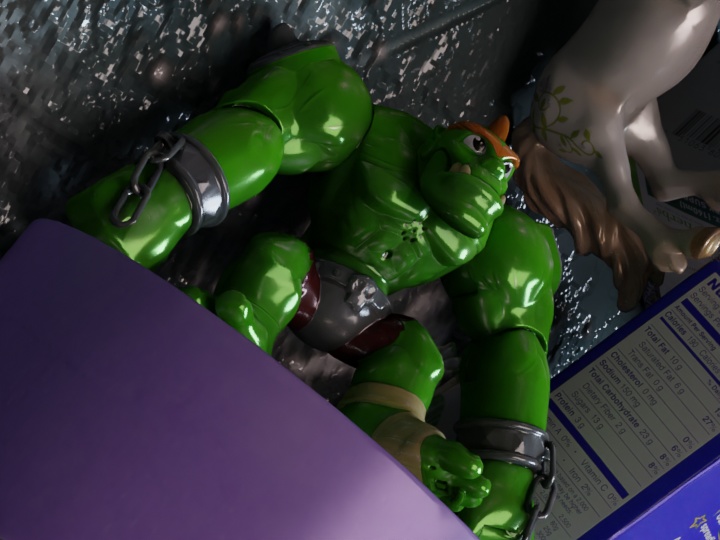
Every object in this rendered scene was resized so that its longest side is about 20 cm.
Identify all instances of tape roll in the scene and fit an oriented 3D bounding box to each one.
[{"bbox_3d":[-0.049,0.080,0.707,0.085,0.200,0.200,-52,142,-12],"label":"tape roll"}]

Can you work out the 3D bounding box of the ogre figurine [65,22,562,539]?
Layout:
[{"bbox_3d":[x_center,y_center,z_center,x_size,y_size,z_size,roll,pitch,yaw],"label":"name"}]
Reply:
[{"bbox_3d":[0.000,0.000,0.785,0.098,0.199,0.120,-45,-160,61],"label":"ogre figurine"}]

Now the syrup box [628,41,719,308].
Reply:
[{"bbox_3d":[0.178,0.005,1.021,0.081,0.079,0.200,-42,139,-23],"label":"syrup box"}]

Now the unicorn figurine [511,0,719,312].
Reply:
[{"bbox_3d":[0.121,-0.094,0.871,0.200,0.137,0.074,-50,153,10],"label":"unicorn figurine"}]

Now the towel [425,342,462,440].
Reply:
[{"bbox_3d":[-0.025,0.132,0.915,0.200,0.023,0.153,-32,135,-33],"label":"towel"}]

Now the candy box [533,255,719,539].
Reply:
[{"bbox_3d":[0.096,0.109,0.911,0.200,0.077,0.169,-35,148,-3],"label":"candy box"}]
